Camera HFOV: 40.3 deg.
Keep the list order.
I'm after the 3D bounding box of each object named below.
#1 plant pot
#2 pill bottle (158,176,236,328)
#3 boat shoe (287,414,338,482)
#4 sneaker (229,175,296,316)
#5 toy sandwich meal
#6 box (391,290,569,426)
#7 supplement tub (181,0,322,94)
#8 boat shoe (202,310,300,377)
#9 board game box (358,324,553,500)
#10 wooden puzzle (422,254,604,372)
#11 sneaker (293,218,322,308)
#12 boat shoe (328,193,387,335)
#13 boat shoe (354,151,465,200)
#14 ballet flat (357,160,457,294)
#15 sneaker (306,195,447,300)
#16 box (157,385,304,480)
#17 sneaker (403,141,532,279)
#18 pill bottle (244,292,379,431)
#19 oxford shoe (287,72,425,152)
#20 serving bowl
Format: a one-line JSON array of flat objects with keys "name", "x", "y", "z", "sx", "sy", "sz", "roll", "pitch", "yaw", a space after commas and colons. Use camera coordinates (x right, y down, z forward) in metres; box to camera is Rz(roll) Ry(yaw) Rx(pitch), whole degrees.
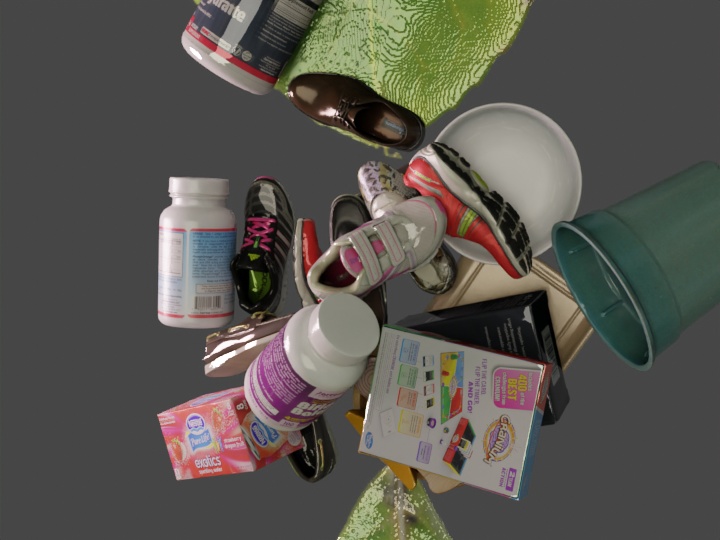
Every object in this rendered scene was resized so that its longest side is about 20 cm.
[{"name": "plant pot", "x": 0.363, "y": -0.018, "z": 1.163, "sx": 0.195, "sy": 0.200, "sz": 0.202, "roll": -30, "pitch": 87, "yaw": -5}, {"name": "pill bottle", "x": -0.226, "y": -0.027, "z": 1.363, "sx": 0.107, "sy": 0.109, "sz": 0.203, "roll": 4, "pitch": 96, "yaw": 14}, {"name": "boat shoe", "x": -0.090, "y": 0.193, "z": 1.364, "sx": 0.071, "sy": 0.061, "sz": 0.203, "roll": -24, "pitch": 89, "yaw": 18}, {"name": "sneaker", "x": -0.136, "y": -0.028, "z": 1.351, "sx": 0.073, "sy": 0.087, "sz": 0.203, "roll": 5, "pitch": 96, "yaw": 14}, {"name": "toy sandwich meal", "x": 0.073, "y": 0.175, "z": 1.187, "sx": 0.203, "sy": 0.070, "sz": 0.208, "roll": 3, "pitch": 99, "yaw": 21}, {"name": "box", "x": 0.147, "y": 0.122, "z": 1.246, "sx": 0.198, "sy": 0.107, "sz": 0.150, "roll": -11, "pitch": 94, "yaw": 22}, {"name": "supplement tub", "x": -0.133, "y": -0.349, "z": 1.293, "sx": 0.140, "sy": 0.140, "sz": 0.201, "roll": 34, "pitch": 102, "yaw": 9}, {"name": "boat shoe", "x": -0.141, "y": 0.089, "z": 1.327, "sx": 0.199, "sy": 0.071, "sz": 0.060, "roll": -27, "pitch": 64, "yaw": 38}, {"name": "board game box", "x": 0.106, "y": 0.158, "z": 1.118, "sx": 0.198, "sy": 0.040, "sz": 0.155, "roll": 13, "pitch": 92, "yaw": 24}, {"name": "wooden puzzle", "x": 0.195, "y": 0.067, "z": 1.305, "sx": 0.199, "sy": 0.037, "sz": 0.186, "roll": 37, "pitch": 103, "yaw": 13}, {"name": "sneaker", "x": -0.041, "y": 0.022, "z": 1.339, "sx": 0.084, "sy": 0.077, "sz": 0.203, "roll": -14, "pitch": 101, "yaw": 4}, {"name": "boat shoe", "x": 0.000, "y": 0.000, "z": 1.270, "sx": 0.071, "sy": 0.068, "sz": 0.203, "roll": -9, "pitch": 91, "yaw": 3}, {"name": "boat shoe", "x": 0.058, "y": -0.101, "z": 1.308, "sx": 0.200, "sy": 0.061, "sz": 0.072, "roll": -31, "pitch": 87, "yaw": 15}, {"name": "ballet flat", "x": 0.061, "y": -0.050, "z": 1.259, "sx": 0.072, "sy": 0.072, "sz": 0.201, "roll": -31, "pitch": 107, "yaw": 15}, {"name": "sneaker", "x": 0.018, "y": -0.018, "z": 1.179, "sx": 0.199, "sy": 0.088, "sz": 0.082, "roll": -38, "pitch": 80, "yaw": 16}, {"name": "box", "x": -0.180, "y": 0.217, "z": 1.337, "sx": 0.199, "sy": 0.095, "sz": 0.101, "roll": -18, "pitch": 90, "yaw": 47}, {"name": "sneaker", "x": 0.132, "y": -0.064, "z": 1.206, "sx": 0.200, "sy": 0.077, "sz": 0.085, "roll": 50, "pitch": 121, "yaw": 4}, {"name": "pill bottle", "x": -0.058, "y": 0.111, "z": 1.201, "sx": 0.113, "sy": 0.112, "sz": 0.200, "roll": 49, "pitch": 138, "yaw": 6}, {"name": "oxford shoe", "x": -0.012, "y": -0.218, "z": 1.305, "sx": 0.198, "sy": 0.084, "sz": 0.074, "roll": 21, "pitch": 102, "yaw": 13}, {"name": "serving bowl", "x": 0.179, "y": -0.111, "z": 1.251, "sx": 0.197, "sy": 0.066, "sz": 0.203, "roll": 1, "pitch": 98, "yaw": 7}]
